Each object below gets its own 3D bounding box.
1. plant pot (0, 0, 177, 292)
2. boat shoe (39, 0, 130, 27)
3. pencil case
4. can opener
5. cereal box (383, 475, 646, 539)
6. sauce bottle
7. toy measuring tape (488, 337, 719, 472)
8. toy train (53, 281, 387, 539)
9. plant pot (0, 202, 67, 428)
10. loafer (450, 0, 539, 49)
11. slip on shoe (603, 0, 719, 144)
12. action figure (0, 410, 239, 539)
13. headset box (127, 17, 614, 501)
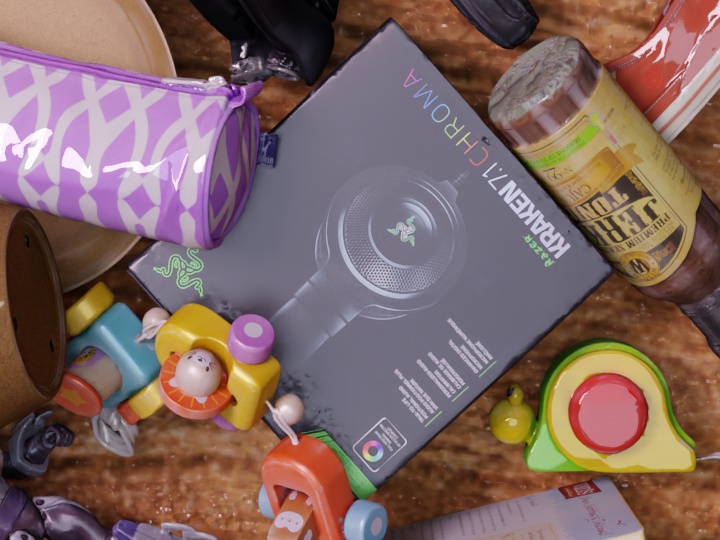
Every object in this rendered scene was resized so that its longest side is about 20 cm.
[{"bbox_3d":[-0.186,-0.085,1.040,0.198,0.027,0.202,2,103,9],"label":"plant pot"},{"bbox_3d":[-0.121,-0.182,1.052,0.198,0.072,0.073,-20,109,23],"label":"boat shoe"},{"bbox_3d":[-0.144,-0.070,0.975,0.198,0.084,0.086,12,117,9],"label":"pencil case"},{"bbox_3d":[-0.058,-0.138,0.993,0.063,0.200,0.080,4,85,16],"label":"can opener"},{"bbox_3d":[0.047,0.158,1.040,0.198,0.144,0.040,-13,94,2],"label":"cereal box"},{"bbox_3d":[0.148,-0.031,1.044,0.065,0.065,0.200,-43,111,3],"label":"sauce bottle"},{"bbox_3d":[0.167,0.070,1.071,0.198,0.074,0.074,-1,95,0],"label":"toy measuring tape"},{"bbox_3d":[-0.086,0.085,1.012,0.199,0.056,0.151,15,132,33],"label":"toy train"},{"bbox_3d":[-0.250,0.030,0.972,0.198,0.186,0.188,-9,95,9],"label":"plant pot"},{"bbox_3d":[0.043,-0.211,1.047,0.070,0.068,0.202,-30,90,11],"label":"loafer"},{"bbox_3d":[0.196,-0.157,1.053,0.061,0.074,0.201,38,99,0],"label":"slip on shoe"},{"bbox_3d":[-0.170,0.135,1.052,0.199,0.131,0.070,28,136,-3],"label":"action figure"},{"bbox_3d":[0.000,0.000,1.053,0.200,0.093,0.174,-42,93,4],"label":"headset box"}]
